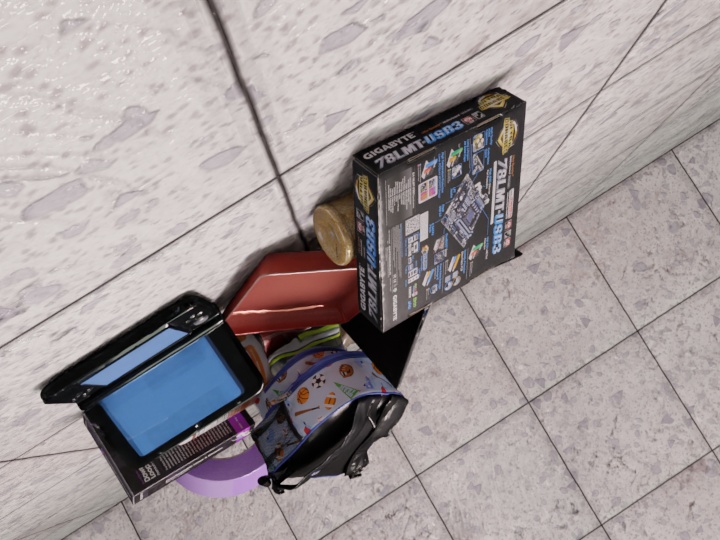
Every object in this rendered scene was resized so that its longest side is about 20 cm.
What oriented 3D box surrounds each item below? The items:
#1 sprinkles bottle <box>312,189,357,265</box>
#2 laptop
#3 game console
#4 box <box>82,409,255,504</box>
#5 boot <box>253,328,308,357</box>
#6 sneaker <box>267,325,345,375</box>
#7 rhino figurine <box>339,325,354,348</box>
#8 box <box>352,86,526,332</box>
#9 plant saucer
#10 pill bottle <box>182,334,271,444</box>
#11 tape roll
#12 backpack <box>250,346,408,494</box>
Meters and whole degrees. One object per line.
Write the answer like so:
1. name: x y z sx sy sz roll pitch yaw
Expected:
1. sprinkles bottle: 0.044 -0.077 0.925 0.198 0.069 0.068 -28 172 -25
2. laptop: 0.084 0.028 1.113 0.114 0.187 0.204 13 105 -28
3. game console: -0.227 0.134 0.965 0.198 0.118 0.176 -32 172 -3
4. box: -0.267 0.215 1.194 0.198 0.143 0.036 -26 153 -33
5. boot: -0.138 0.118 1.391 0.142 0.073 0.201 -30 164 -9
6. sneaker: -0.083 0.144 1.297 0.073 0.082 0.200 -16 166 -34
7. rhino figurine: -0.024 0.095 1.435 0.202 0.059 0.087 -60 -171 -17
8. box: 0.083 -0.061 0.881 0.196 0.049 0.203 -30 137 -27
9. plant saucer: -0.066 0.023 1.039 0.196 0.037 0.200 -5 159 -29
10. pill bottle: -0.227 0.162 1.151 0.198 0.114 0.112 -26 171 -32
11. tape roll: -0.206 0.228 1.268 0.198 0.201 0.066 -28 154 -26
12. backpack: -0.037 0.191 1.155 0.190 0.156 0.198 -41 154 27
